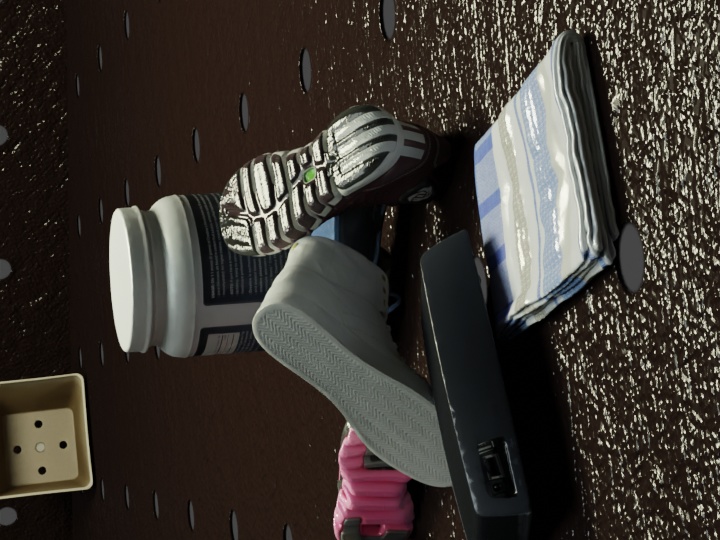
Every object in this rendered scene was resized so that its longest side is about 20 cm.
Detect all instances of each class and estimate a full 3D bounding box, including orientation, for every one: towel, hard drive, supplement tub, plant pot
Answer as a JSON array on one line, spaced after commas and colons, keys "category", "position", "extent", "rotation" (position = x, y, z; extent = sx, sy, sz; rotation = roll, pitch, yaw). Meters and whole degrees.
[{"category": "towel", "position": [0.110, -0.048, 1.273], "extent": [0.200, 0.024, 0.148], "rotation": [129, 135, -69]}, {"category": "hard drive", "position": [0.075, 0.090, 1.355], "extent": [0.135, 0.042, 0.202], "rotation": [86, 173, -65]}, {"category": "supplement tub", "position": [-0.111, 0.002, 1.759], "extent": [0.140, 0.198, 0.142], "rotation": [177, 90, -74]}, {"category": "plant pot", "position": [-0.572, 0.304, 3.570], "extent": [0.177, 0.198, 0.202], "rotation": [105, 159, -78]}]

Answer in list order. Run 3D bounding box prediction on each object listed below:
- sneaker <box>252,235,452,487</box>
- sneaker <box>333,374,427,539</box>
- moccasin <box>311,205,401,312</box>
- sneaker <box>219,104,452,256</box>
[{"category": "sneaker", "position": [0.017, 0.058, 1.471], "extent": [0.073, 0.200, 0.116], "rotation": [-34, 20, 33]}, {"category": "sneaker", "position": [0.015, 0.132, 1.592], "extent": [0.201, 0.078, 0.096], "rotation": [107, 166, -49]}, {"category": "moccasin", "position": [0.000, 0.000, 1.611], "extent": [0.081, 0.068, 0.201], "rotation": [-123, 31, -47]}, {"category": "sneaker", "position": [-0.009, -0.056, 1.507], "extent": [0.199, 0.115, 0.076], "rotation": [-23, 68, 45]}]
